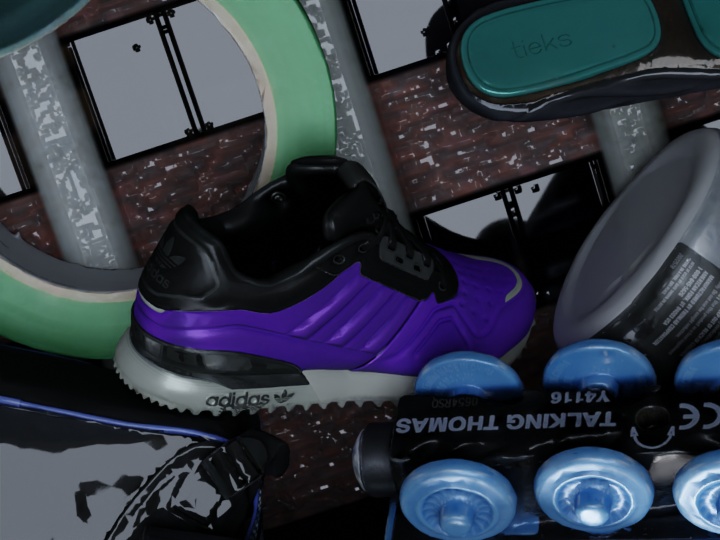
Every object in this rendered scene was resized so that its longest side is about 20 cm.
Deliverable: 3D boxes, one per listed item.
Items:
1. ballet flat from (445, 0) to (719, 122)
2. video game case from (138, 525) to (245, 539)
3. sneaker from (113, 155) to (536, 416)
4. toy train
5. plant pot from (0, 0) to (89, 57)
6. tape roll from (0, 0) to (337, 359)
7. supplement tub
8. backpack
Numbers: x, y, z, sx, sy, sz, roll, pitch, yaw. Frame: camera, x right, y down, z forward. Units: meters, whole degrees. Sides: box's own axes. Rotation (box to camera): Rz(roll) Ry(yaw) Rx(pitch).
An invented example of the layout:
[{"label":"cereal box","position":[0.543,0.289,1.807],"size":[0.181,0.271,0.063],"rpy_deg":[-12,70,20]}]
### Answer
[{"label":"ballet flat","position":[0.134,-0.104,0.770],"size":[0.200,0.073,0.073],"rpy_deg":[-13,103,0]},{"label":"video game case","position":[-0.001,0.201,0.703],"size":[0.200,0.026,0.181],"rpy_deg":[9,107,-4]},{"label":"sneaker","position":[0.000,0.000,0.739],"size":[0.200,0.070,0.100],"rpy_deg":[-6,124,-33]},{"label":"toy train","position":[0.099,0.090,0.714],"size":[0.200,0.087,0.114],"rpy_deg":[-4,133,14]},{"label":"plant pot","position":[-0.188,-0.186,0.662],"size":[0.200,0.134,0.200],"rpy_deg":[-19,119,-37]},{"label":"tape roll","position":[-0.110,-0.063,0.772],"size":[0.200,0.048,0.201],"rpy_deg":[-1,102,-4]},{"label":"supplement tub","position":[0.195,0.038,0.776],"size":[0.200,0.123,0.123],"rpy_deg":[34,98,-10]},{"label":"backpack","position":[-0.136,0.138,0.763],"size":[0.183,0.147,0.200],"rpy_deg":[10,99,-3]}]
